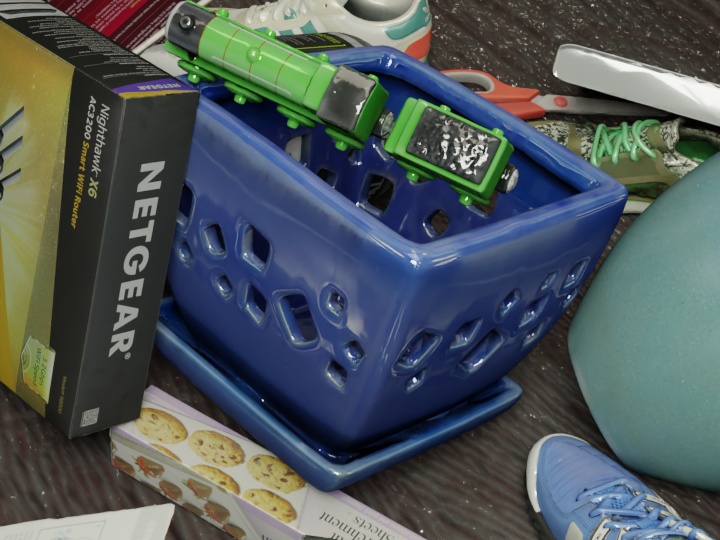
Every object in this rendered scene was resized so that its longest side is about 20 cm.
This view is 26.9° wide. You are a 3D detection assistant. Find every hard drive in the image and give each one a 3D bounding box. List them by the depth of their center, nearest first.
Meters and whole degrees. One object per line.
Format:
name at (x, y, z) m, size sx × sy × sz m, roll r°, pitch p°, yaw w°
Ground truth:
hard drive at (0.212, -0.130, 1.072) m, size 0.131 × 0.027 × 0.200 m, roll 18°, pitch 10°, yaw 11°

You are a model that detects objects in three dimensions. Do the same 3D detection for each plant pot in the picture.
plant pot at (0.000, 0.000, 0.852) m, size 0.200 × 0.181 × 0.199 m, roll 36°, pitch 34°, yaw 30°
plant pot at (0.200, 0.047, 0.872) m, size 0.134 × 0.200 × 0.201 m, roll -26°, pitch 40°, yaw 19°

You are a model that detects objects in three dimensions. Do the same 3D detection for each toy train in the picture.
toy train at (-0.014, -0.086, 0.749) m, size 0.199 × 0.056 × 0.042 m, roll 25°, pitch 90°, yaw 14°

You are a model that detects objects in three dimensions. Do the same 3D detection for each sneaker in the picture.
sneaker at (0.161, 0.154, 0.812) m, size 0.075 × 0.077 × 0.200 m, roll -21°, pitch 49°, yaw -25°
sneaker at (0.196, -0.084, 1.048) m, size 0.199 × 0.089 × 0.077 m, roll 9°, pitch 56°, yaw 3°
sneaker at (-0.041, -0.192, 1.133) m, size 0.198 × 0.094 × 0.071 m, roll 8°, pitch 43°, yaw 1°

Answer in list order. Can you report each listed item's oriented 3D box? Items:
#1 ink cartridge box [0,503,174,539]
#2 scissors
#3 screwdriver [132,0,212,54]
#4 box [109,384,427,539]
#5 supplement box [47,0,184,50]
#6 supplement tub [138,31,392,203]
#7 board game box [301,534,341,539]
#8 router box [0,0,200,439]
ink cartridge box at (-0.179, 0.192, 0.685) m, size 0.199 × 0.047 × 0.161 m, roll -12°, pitch 38°, yaw 22°
scissors at (0.138, -0.132, 1.146) m, size 0.199 × 0.014 × 0.073 m, roll -10°, pitch 55°, yaw -17°
screwdriver at (-0.153, -0.150, 1.022) m, size 0.200 × 0.029 × 0.028 m, roll -40°, pitch 65°, yaw -8°
box at (-0.050, 0.130, 0.836) m, size 0.199 × 0.039 × 0.041 m, roll 27°, pitch 47°, yaw 20°
supplement box at (-0.178, -0.156, 1.090) m, size 0.199 × 0.061 × 0.109 m, roll 29°, pitch 60°, yaw 22°
supplement tub at (-0.053, -0.093, 0.989) m, size 0.199 × 0.123 × 0.123 m, roll -12°, pitch 44°, yaw -42°
board game box at (0.061, 0.199, 0.683) m, size 0.199 × 0.028 × 0.136 m, roll 7°, pitch 53°, yaw 2°
router box at (-0.172, -0.034, 0.831) m, size 0.157 × 0.201 × 0.052 m, roll 31°, pitch 29°, yaw 35°
